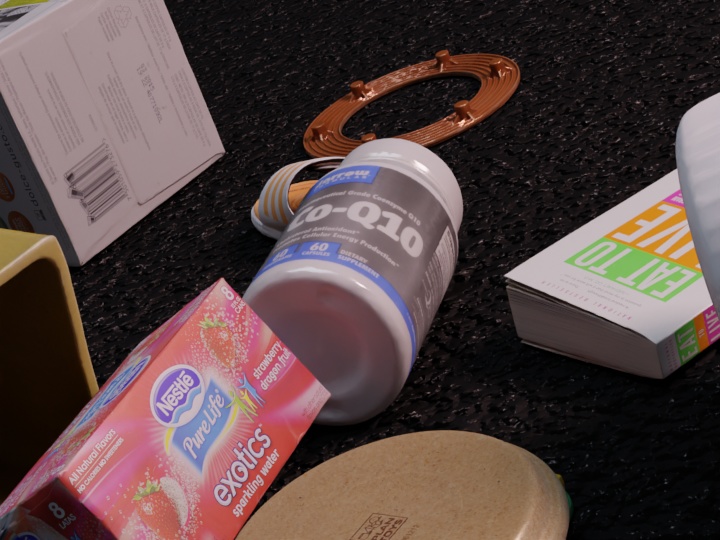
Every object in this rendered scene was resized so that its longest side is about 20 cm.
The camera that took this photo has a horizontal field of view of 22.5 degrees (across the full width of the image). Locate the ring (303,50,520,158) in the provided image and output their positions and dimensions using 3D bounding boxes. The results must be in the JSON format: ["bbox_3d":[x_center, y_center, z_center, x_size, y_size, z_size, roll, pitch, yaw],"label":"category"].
[{"bbox_3d":[0.042,-0.146,1.561,0.198,0.019,0.201,-17,25,8],"label":"ring"}]

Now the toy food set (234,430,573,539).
[{"bbox_3d":[0.017,0.150,0.916,0.196,0.049,0.200,-9,26,26],"label":"toy food set"}]

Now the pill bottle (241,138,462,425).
[{"bbox_3d":[0.000,0.000,1.166,0.113,0.115,0.200,-10,26,22],"label":"pill bottle"}]

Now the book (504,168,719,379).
[{"bbox_3d":[0.206,-0.008,1.109,0.199,0.048,0.133,-32,30,-27],"label":"book"}]

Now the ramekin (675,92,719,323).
[{"bbox_3d":[0.232,-0.011,0.904,0.097,0.202,0.201,-19,23,21],"label":"ramekin"}]

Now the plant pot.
[{"bbox_3d":[-0.291,0.084,1.070,0.199,0.197,0.194,17,42,34],"label":"plant pot"}]

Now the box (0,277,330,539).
[{"bbox_3d":[-0.112,0.109,1.010,0.095,0.100,0.200,-37,10,38],"label":"box"}]

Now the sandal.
[{"bbox_3d":[-0.019,-0.056,1.368,0.079,0.060,0.206,-31,26,-23],"label":"sandal"}]

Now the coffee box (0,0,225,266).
[{"bbox_3d":[-0.279,-0.138,1.580,0.196,0.201,0.200,1,32,41],"label":"coffee box"}]
